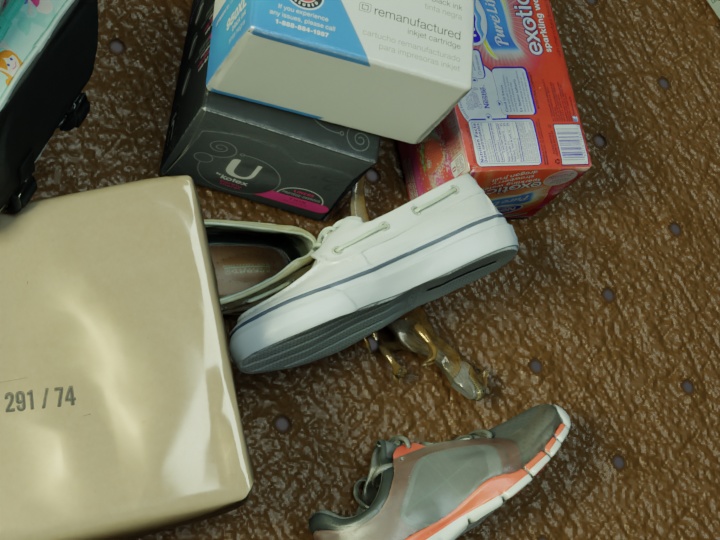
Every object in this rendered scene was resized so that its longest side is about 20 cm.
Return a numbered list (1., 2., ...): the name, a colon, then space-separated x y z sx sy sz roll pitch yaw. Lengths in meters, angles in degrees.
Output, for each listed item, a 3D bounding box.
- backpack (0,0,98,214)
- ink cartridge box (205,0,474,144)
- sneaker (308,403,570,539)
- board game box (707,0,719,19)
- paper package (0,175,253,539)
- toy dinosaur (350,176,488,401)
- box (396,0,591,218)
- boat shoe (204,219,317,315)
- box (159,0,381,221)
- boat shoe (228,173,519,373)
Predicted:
1. backpack: -0.256 -0.130 0.799 0.199 0.151 0.178 15 49 9
2. ink cartridge box: -0.008 -0.198 0.945 0.144 0.084 0.201 12 65 -20
3. sneaker: 0.051 0.128 0.972 0.200 0.077 0.082 -33 79 -31
4. board game box: 0.339 -0.274 1.261 0.147 0.064 0.200 -31 85 -30
5. paper package: -0.171 0.060 0.845 0.199 0.103 0.191 -11 80 -6
6. toy dinosaur: 0.013 0.008 1.021 0.106 0.060 0.200 -29 93 -42
7. box: 0.078 -0.142 1.077 0.099 0.095 0.201 -4 71 -25
8. boat shoe: -0.121 -0.002 0.951 0.199 0.068 0.075 -10 74 -26
9. box: -0.049 -0.153 1.020 0.122 0.106 0.201 16 64 -17
10. boat shoe: 0.000 0.000 0.947 0.200 0.074 0.067 -22 71 -24
